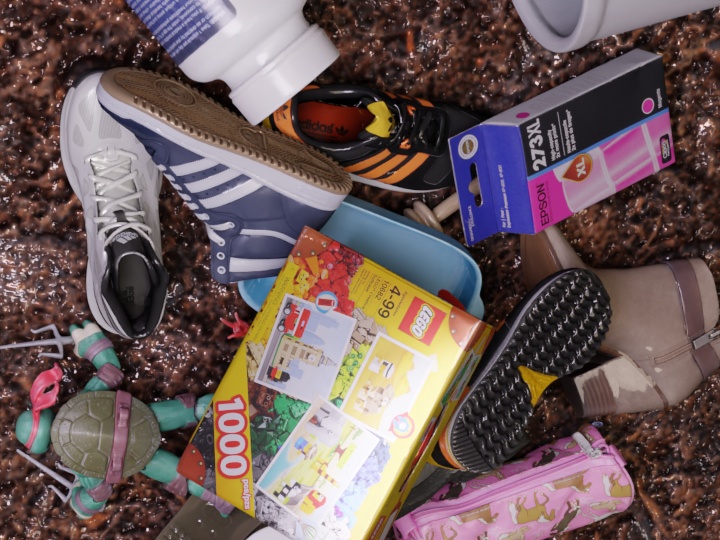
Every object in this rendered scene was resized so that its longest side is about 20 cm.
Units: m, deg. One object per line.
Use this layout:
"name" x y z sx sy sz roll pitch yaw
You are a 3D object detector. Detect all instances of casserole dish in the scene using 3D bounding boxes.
"casserole dish" 0.000 0.000 1.645 0.199 0.039 0.122 20 121 -9

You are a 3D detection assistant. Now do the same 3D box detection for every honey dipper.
"honey dipper" 0.099 -0.073 1.688 0.200 0.038 0.038 -37 114 -7

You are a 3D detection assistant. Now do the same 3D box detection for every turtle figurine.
"turtle figurine" -0.187 0.124 1.607 0.199 0.101 0.151 10 101 -13

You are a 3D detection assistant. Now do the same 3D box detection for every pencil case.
"pencil case" 0.121 0.190 1.748 0.199 0.083 0.087 -19 112 -11

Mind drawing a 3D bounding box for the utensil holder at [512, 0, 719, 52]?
"utensil holder" 0.220 -0.268 1.598 0.199 0.170 0.171 -15 110 -15

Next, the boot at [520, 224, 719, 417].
"boot" 0.220 0.023 1.747 0.146 0.070 0.201 -24 112 -18

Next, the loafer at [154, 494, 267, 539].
"loafer" -0.096 0.185 1.683 0.076 0.067 0.200 43 74 13

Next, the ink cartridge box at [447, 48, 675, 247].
"ink cartridge box" 0.160 -0.094 1.670 0.199 0.037 0.095 -25 119 -26

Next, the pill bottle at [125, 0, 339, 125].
"pill bottle" -0.108 -0.206 1.511 0.111 0.111 0.200 -40 97 -4

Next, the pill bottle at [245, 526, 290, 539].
"pill bottle" -0.055 0.267 1.645 0.109 0.110 0.200 -22 154 -11

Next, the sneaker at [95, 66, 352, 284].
"sneaker" -0.116 -0.063 1.549 0.199 0.070 0.109 25 119 -18

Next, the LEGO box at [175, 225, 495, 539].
"LEGO box" -0.017 0.092 1.537 0.148 0.077 0.201 28 91 13

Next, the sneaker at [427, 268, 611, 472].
"sneaker" 0.108 0.071 1.637 0.200 0.090 0.070 -49 115 -27

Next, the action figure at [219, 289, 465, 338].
"action figure" -0.027 0.062 1.616 0.199 0.066 0.099 -24 142 30

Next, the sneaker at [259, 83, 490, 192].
"sneaker" 0.020 -0.102 1.614 0.199 0.090 0.070 4 82 -18

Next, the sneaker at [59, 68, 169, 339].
"sneaker" -0.167 -0.046 1.555 0.075 0.115 0.202 -10 99 -16

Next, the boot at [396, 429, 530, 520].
"boot" 0.026 0.122 1.684 0.199 0.068 0.131 -26 78 -22
